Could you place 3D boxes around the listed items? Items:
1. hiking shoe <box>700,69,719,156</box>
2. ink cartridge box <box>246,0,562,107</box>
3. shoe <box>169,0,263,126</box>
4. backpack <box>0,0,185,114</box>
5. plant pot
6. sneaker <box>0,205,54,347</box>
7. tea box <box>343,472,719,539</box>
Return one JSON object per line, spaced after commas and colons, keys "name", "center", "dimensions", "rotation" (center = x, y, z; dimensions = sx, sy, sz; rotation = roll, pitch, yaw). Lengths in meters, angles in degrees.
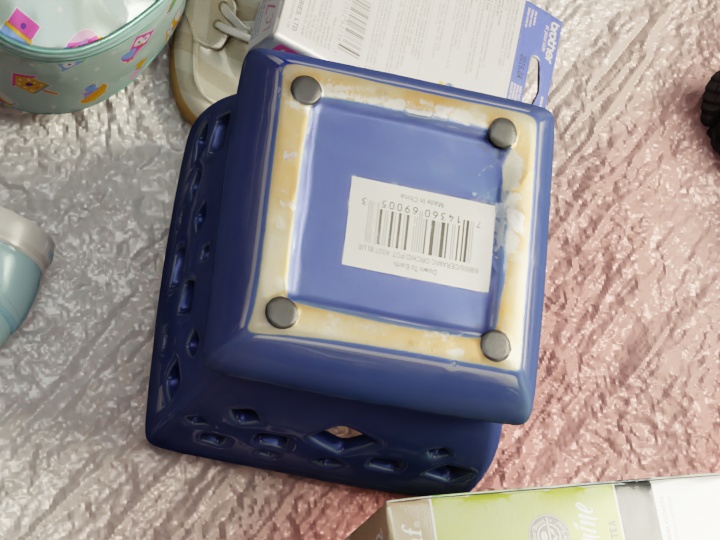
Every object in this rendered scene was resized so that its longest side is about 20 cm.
{"name": "hiking shoe", "center": [0.309, -0.057, 1.013], "dimensions": [0.100, 0.076, 0.201], "rotation": [-23, 77, -18]}
{"name": "ink cartridge box", "center": [0.032, -0.146, 0.971], "dimensions": [0.199, 0.042, 0.120], "rotation": [24, 65, -25]}
{"name": "shoe", "center": [-0.071, -0.179, 0.969], "dimensions": [0.069, 0.053, 0.202], "rotation": [17, 67, -8]}
{"name": "backpack", "center": [-0.190, -0.198, 0.895], "dimensions": [0.200, 0.153, 0.176], "rotation": [44, 60, -3]}
{"name": "plant pot", "center": [0.000, 0.000, 0.847], "dimensions": [0.198, 0.180, 0.202], "rotation": [11, 71, -12]}
{"name": "sneaker", "center": [-0.270, -0.014, 0.845], "dimensions": [0.198, 0.074, 0.083], "rotation": [18, 64, -7]}
{"name": "tea box", "center": [0.099, 0.224, 0.822], "dimensions": [0.195, 0.134, 0.202], "rotation": [-1, 70, -16]}
